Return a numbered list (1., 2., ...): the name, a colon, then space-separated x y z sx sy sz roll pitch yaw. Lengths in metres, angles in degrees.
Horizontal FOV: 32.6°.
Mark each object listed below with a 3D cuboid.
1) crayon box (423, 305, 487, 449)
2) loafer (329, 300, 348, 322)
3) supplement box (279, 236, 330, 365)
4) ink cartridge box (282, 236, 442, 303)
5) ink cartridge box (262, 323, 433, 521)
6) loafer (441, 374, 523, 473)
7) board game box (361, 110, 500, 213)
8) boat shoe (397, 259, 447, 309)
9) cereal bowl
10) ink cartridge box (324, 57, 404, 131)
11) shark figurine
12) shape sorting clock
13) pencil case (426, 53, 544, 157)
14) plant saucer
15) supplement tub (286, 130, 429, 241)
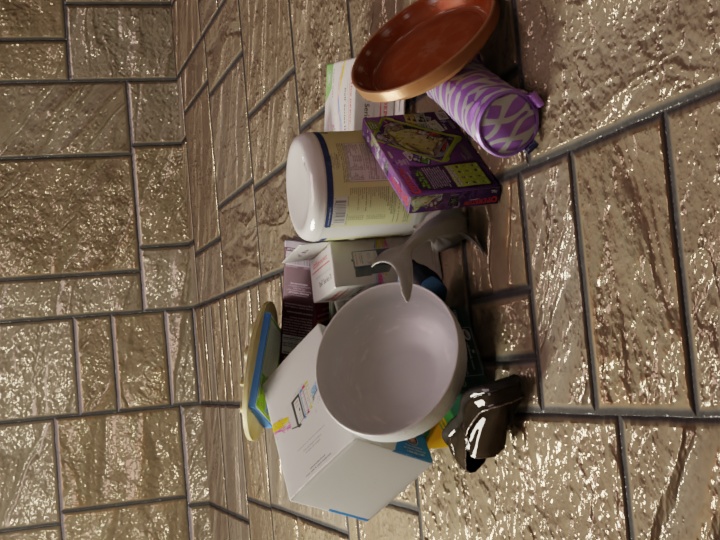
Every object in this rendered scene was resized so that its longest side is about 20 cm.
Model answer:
1. crayon box: 0.107 0.153 1.651 0.201 0.051 0.127 113 148 -54
2. loafer: -0.027 0.123 1.806 0.070 0.069 0.203 27 116 60
3. supplement box: -0.068 0.050 1.832 0.109 0.060 0.203 -19 -65 -64
4. ink cartridge box: 0.000 0.000 1.715 0.117 0.198 0.068 143 121 -69
5. ink cartridge box: -0.022 0.206 1.673 0.145 0.146 0.201 -46 42 27
6. loafer: 0.157 0.188 1.491 0.201 0.072 0.072 108 143 -61
7. board game box: 0.085 -0.140 1.550 0.201 0.119 0.033 -116 28 -51
8. boat shoe: 0.075 0.047 1.667 0.069 0.084 0.201 49 150 22
9. cereal bowl: 0.046 0.122 1.541 0.083 0.198 0.202 46 -156 -55
10. ink cartridge box: 0.005 -0.254 1.830 0.200 0.066 0.119 -165 77 -72
11. shark figurine: 0.109 -0.037 1.532 0.089 0.214 0.128 43 115 9
12. shape sorting clock: -0.146 0.145 1.781 0.200 0.039 0.203 5 -90 -79
13. pencil case: 0.139 -0.204 1.434 0.086 0.084 0.200 -49 33 8
14. plant saucer: 0.080 -0.269 1.474 0.032 0.200 0.201 52 -178 -32
15. supplement tub: 0.010 -0.117 1.659 0.145 0.198 0.147 176 90 -72
